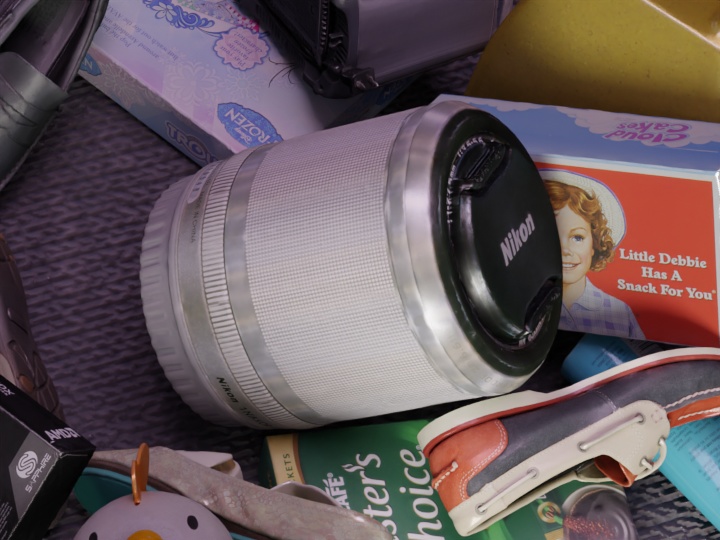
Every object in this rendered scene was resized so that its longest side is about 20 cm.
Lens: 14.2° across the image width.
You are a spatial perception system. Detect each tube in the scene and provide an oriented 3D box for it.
[{"bbox_3d":[0.202,0.107,1.650,0.077,0.050,0.200,-35,70,-32],"label":"tube"}]

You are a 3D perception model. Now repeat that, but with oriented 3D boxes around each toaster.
[{"bbox_3d":[0.007,-0.187,1.725,0.129,0.114,0.200,-17,44,-22],"label":"toaster"}]

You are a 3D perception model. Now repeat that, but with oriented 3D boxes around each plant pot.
[{"bbox_3d":[0.186,-0.128,1.720,0.195,0.200,0.194,34,57,17],"label":"plant pot"}]

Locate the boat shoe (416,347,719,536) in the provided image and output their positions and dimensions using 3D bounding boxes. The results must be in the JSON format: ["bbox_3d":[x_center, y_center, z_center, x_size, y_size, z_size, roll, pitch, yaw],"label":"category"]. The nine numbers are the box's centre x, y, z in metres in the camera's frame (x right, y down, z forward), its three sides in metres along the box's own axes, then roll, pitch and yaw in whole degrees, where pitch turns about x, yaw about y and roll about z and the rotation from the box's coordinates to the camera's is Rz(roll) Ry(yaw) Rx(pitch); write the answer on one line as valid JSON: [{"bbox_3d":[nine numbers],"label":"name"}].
[{"bbox_3d":[0.129,0.092,1.580,0.199,0.071,0.063,-14,66,-22],"label":"boat shoe"}]

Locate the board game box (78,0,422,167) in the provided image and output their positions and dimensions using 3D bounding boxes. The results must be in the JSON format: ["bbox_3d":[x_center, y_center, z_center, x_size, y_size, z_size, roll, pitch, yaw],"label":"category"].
[{"bbox_3d":[-0.069,-0.158,1.802,0.200,0.043,0.199,37,58,18],"label":"board game box"}]

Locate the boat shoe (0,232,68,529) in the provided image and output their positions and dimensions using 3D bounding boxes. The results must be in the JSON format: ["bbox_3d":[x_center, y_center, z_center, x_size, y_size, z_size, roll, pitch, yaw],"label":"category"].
[{"bbox_3d":[-0.216,0.063,1.617,0.073,0.075,0.201,-22,62,8],"label":"boat shoe"}]

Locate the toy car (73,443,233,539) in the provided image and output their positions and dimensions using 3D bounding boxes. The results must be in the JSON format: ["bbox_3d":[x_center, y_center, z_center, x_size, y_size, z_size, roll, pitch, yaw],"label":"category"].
[{"bbox_3d":[-0.103,0.176,1.461,0.183,0.177,0.201,-12,66,-3],"label":"toy car"}]

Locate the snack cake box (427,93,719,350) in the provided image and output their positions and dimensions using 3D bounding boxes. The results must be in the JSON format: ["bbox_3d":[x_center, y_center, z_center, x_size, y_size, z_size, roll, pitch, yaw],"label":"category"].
[{"bbox_3d":[0.125,-0.029,1.644,0.199,0.115,0.067,8,29,25],"label":"snack cake box"}]

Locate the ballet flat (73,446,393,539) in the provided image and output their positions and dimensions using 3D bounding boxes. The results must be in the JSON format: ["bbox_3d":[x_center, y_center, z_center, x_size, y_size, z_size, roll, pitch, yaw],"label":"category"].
[{"bbox_3d":[-0.067,0.133,1.558,0.199,0.068,0.062,21,48,33],"label":"ballet flat"}]

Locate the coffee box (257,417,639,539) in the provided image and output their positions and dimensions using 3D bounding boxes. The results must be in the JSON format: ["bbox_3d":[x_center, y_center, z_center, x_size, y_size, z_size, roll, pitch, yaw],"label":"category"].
[{"bbox_3d":[0.050,0.141,1.603,0.199,0.044,0.123,-5,55,-11],"label":"coffee box"}]

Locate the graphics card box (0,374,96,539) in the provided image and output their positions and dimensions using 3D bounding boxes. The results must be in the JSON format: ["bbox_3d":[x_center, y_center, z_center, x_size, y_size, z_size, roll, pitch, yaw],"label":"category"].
[{"bbox_3d":[-0.254,0.091,1.552,0.200,0.051,0.126,35,100,18],"label":"graphics card box"}]

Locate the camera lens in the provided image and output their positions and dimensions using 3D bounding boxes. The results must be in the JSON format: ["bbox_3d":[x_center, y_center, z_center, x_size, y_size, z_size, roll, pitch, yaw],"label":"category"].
[{"bbox_3d":[0.000,0.000,1.581,0.199,0.160,0.160,-11,47,30],"label":"camera lens"}]

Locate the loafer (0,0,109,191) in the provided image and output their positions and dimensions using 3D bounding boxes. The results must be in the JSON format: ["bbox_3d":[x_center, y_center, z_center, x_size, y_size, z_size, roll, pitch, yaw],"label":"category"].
[{"bbox_3d":[-0.208,-0.109,1.702,0.068,0.070,0.201,37,71,-32],"label":"loafer"}]
